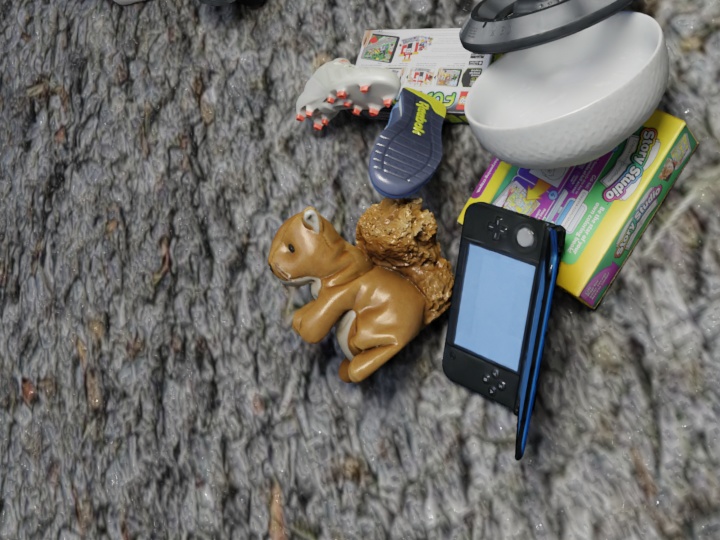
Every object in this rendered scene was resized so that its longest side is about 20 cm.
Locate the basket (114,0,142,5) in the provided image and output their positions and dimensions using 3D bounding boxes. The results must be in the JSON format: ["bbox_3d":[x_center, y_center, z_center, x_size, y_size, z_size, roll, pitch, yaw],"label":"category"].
[{"bbox_3d":[-0.359,-0.560,1.471,0.197,0.160,0.203,-2,74,36],"label":"basket"}]

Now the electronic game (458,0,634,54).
[{"bbox_3d":[0.195,-0.271,0.945,0.196,0.042,0.201,-19,26,10],"label":"electronic game"}]

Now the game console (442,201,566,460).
[{"bbox_3d":[0.132,0.052,0.912,0.169,0.117,0.204,21,112,38],"label":"game console"}]

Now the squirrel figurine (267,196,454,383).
[{"bbox_3d":[0.000,0.000,1.023,0.199,0.142,0.188,-37,87,-1],"label":"squirrel figurine"}]

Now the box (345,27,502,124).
[{"bbox_3d":[0.078,-0.241,1.139,0.197,0.035,0.112,10,81,37],"label":"box"}]

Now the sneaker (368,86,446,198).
[{"bbox_3d":[0.048,-0.127,1.030,0.083,0.073,0.201,-61,3,37],"label":"sneaker"}]

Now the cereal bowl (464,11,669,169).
[{"bbox_3d":[0.206,-0.164,0.901,0.197,0.084,0.202,-22,32,14],"label":"cereal bowl"}]

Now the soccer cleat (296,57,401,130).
[{"bbox_3d":[-0.018,-0.228,1.125,0.199,0.069,0.079,-4,67,56],"label":"soccer cleat"}]

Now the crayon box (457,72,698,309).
[{"bbox_3d":[0.224,-0.092,0.975,0.172,0.058,0.202,35,95,36],"label":"crayon box"}]

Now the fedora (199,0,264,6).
[{"bbox_3d":[-0.161,-0.462,1.341,0.197,0.091,0.205,-12,69,31],"label":"fedora"}]
